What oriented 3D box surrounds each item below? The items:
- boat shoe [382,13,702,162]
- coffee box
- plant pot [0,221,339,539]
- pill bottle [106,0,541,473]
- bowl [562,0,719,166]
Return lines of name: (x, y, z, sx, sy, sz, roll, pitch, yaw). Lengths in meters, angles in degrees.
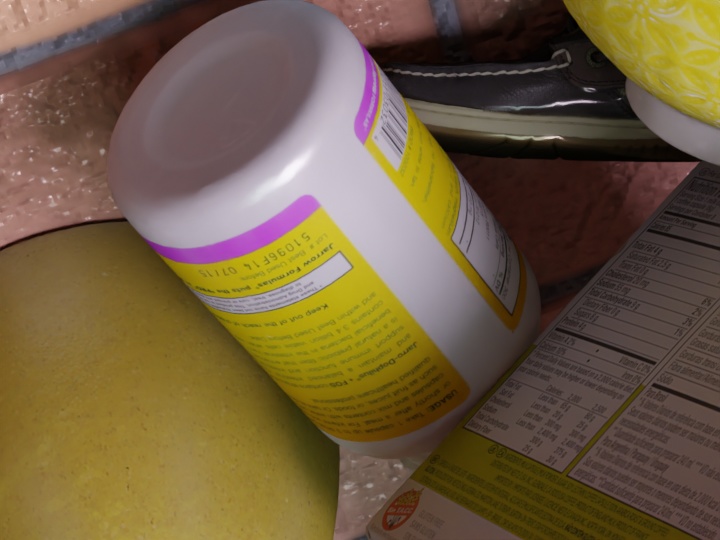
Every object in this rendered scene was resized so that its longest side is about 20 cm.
boat shoe: (0.102, -0.076, 1.008, 0.199, 0.072, 0.067, 2, 90, -4)
coffee box: (0.164, 0.106, 0.905, 0.198, 0.200, 0.200, -47, 112, -11)
plant pot: (-0.089, 0.104, 1.020, 0.199, 0.142, 0.201, -10, 129, -13)
pill bottle: (0.000, 0.000, 0.969, 0.104, 0.104, 0.200, -34, 129, 7)
bowl: (0.144, -0.100, 0.914, 0.199, 0.201, 0.108, 1, 126, -20)
